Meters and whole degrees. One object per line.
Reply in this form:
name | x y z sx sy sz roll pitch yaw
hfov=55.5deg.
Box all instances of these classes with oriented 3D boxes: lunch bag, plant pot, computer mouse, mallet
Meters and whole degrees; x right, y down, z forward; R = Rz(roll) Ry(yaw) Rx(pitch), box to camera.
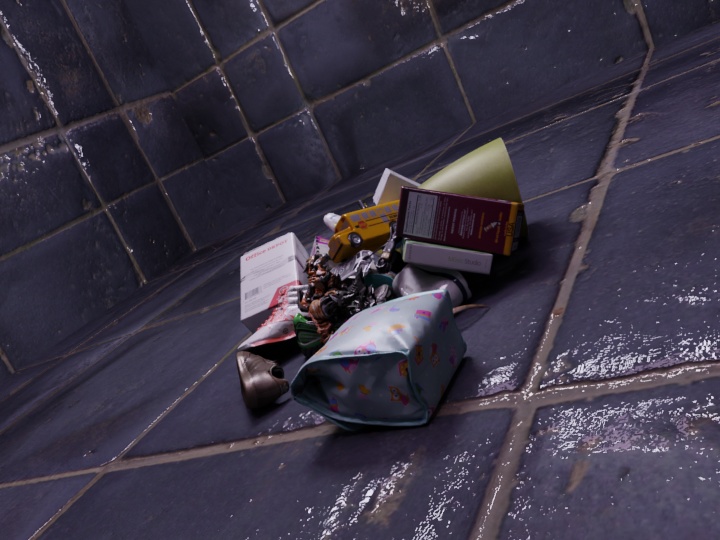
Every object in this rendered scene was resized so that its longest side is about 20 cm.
lunch bag | 0.020 0.119 0.911 0.197 0.124 0.170 -11 20 31
plant pot | 0.193 -0.127 1.289 0.196 0.190 0.187 -16 15 9
computer mouse | 0.000 0.000 1.269 0.199 0.044 0.111 -32 27 35
mallet | 0.037 -0.078 1.454 0.041 0.202 0.066 -37 -26 13

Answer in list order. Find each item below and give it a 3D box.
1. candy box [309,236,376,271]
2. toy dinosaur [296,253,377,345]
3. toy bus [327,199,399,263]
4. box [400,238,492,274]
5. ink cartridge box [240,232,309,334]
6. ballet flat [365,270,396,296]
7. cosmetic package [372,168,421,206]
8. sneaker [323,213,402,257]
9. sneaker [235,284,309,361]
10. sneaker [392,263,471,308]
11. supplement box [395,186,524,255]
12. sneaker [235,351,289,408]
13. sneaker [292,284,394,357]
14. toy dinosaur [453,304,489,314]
candy box | -0.040 -0.012 1.480 0.134 0.062 0.200 16 10 -7
toy dinosaur | -0.042 0.061 1.174 0.133 0.204 0.102 -16 -9 9
toy bus | 0.019 -0.079 1.354 0.198 0.079 0.065 -18 -23 -36
box | 0.143 -0.028 1.182 0.141 0.037 0.200 8 4 2
ink cartridge box | -0.185 0.033 1.506 0.142 0.084 0.202 -23 44 12
ballet flat | -0.005 0.046 1.354 0.197 0.072 0.071 -21 14 22
cosmetic package | 0.130 -0.143 1.496 0.082 0.197 0.113 -63 11 11
sneaker | 0.019 -0.102 1.544 0.106 0.198 0.076 -61 0 2
sneaker | -0.153 0.099 1.312 0.198 0.068 0.109 -23 53 -4
sneaker | 0.101 0.038 1.169 0.080 0.077 0.199 -41 17 -21
supplement box | 0.170 -0.085 1.161 0.196 0.087 0.110 11 7 19
sneaker | -0.169 0.185 1.173 0.074 0.072 0.200 -9 14 -13
sneaker | -0.030 0.077 1.230 0.197 0.086 0.078 -27 14 -4
toy dinosaur | 0.089 0.081 1.048 0.197 0.061 0.106 -19 14 27
